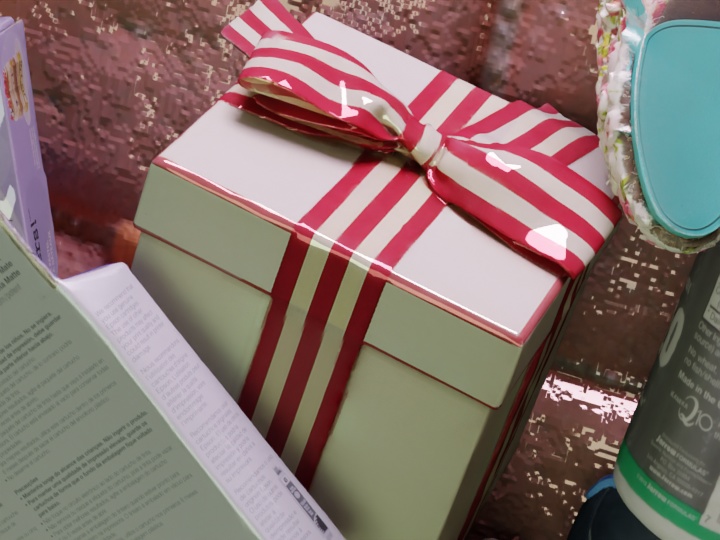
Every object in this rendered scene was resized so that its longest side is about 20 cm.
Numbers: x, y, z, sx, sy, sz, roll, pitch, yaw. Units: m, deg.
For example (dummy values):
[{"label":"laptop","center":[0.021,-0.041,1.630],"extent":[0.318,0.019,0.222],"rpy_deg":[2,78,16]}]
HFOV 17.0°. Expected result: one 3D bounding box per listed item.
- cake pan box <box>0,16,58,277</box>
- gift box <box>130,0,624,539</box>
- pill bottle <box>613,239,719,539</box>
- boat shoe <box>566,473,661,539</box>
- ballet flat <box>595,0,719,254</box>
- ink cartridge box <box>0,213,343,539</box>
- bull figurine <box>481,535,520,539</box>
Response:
[{"label":"cake pan box","center":[-0.230,-0.005,1.077],"extent":[0.183,0.052,0.201],"rpy_deg":[-3,105,8]},{"label":"gift box","center":[0.000,0.000,1.010],"extent":[0.184,0.200,0.187],"rpy_deg":[24,125,5]},{"label":"pill bottle","center":[0.188,0.020,0.991],"extent":[0.113,0.113,0.201],"rpy_deg":[23,109,10]},{"label":"boat shoe","center":[0.181,0.162,1.054],"extent":[0.199,0.084,0.069],"rpy_deg":[29,92,22]},{"label":"ballet flat","center":[0.124,-0.098,0.973],"extent":[0.075,0.064,0.201],"rpy_deg":[10,73,-20]},{"label":"ink cartridge box","center":[-0.131,0.082,0.968],"extent":[0.199,0.041,0.200],"rpy_deg":[-34,98,40]},{"label":"bull figurine","center":[-0.006,0.176,1.116],"extent":[0.199,0.065,0.122],"rpy_deg":[2,106,16]}]
